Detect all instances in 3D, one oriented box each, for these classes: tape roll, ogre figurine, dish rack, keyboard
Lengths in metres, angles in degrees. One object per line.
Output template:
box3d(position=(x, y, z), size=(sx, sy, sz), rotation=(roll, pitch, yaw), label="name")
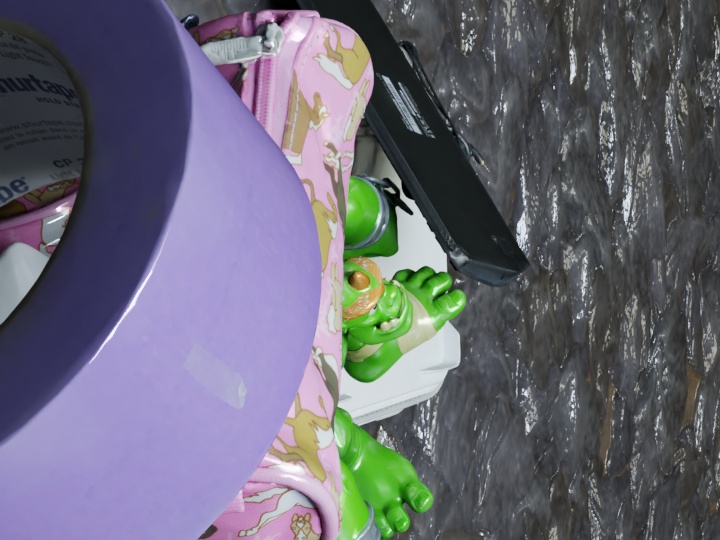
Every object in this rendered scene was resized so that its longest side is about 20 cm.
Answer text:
box3d(position=(-0.118, 0.004, 0.565), size=(0.085, 0.199, 0.201), rotation=(51, 47, -50), label="tape roll")
box3d(position=(-0.017, 0.036, 0.808), size=(0.120, 0.098, 0.201), rotation=(43, 62, -51), label="ogre figurine")
box3d(position=(0.000, 0.000, 0.961), size=(0.200, 0.043, 0.172), rotation=(-11, 101, -61), label="dish rack")
box3d(position=(0.014, -0.067, 0.912), size=(0.104, 0.040, 0.200), rotation=(13, 43, -56), label="keyboard")

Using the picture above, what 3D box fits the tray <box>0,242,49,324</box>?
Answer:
box3d(position=(-0.127, 0.101, 0.649), size=(0.107, 0.022, 0.200), rotation=(37, 78, -43), label="tray")

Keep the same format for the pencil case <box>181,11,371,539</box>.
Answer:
box3d(position=(-0.040, 0.005, 0.643), size=(0.086, 0.083, 0.201), rotation=(37, 45, -41), label="pencil case")

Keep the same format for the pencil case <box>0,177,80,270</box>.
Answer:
box3d(position=(-0.105, 0.045, 0.720), size=(0.087, 0.083, 0.200), rotation=(-90, 165, -61), label="pencil case")
